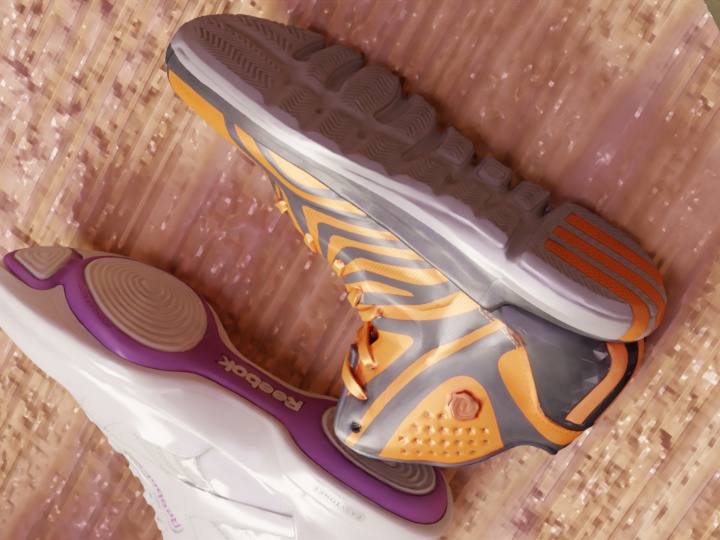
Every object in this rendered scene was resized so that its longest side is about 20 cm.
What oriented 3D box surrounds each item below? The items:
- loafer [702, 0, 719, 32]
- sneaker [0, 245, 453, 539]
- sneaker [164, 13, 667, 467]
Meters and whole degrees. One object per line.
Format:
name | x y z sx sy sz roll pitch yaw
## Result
loafer | 0.141 -0.098 0.872 0.200 0.070 0.075 45 123 5
sneaker | -0.067 0.068 1.046 0.200 0.075 0.100 35 121 12
sneaker | 0.000 0.000 0.982 0.200 0.078 0.112 36 121 11
